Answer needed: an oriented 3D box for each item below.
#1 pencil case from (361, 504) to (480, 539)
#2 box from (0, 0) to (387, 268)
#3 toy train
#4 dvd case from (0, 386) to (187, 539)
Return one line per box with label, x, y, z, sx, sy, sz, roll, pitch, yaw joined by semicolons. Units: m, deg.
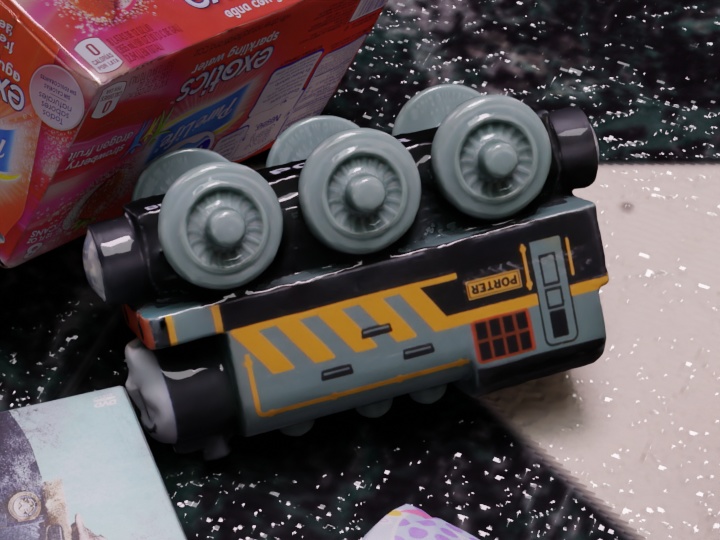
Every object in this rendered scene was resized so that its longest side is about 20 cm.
pencil case;0.076;0.153;0.834;0.200;0.083;0.091;25;86;16
box;-0.086;-0.093;0.990;0.095;0.100;0.200;43;39;15
toy train;0.000;0.000;0.952;0.200;0.114;0.085;-15;11;-13
dvd case;-0.118;0.127;0.850;0.146;0.022;0.200;-11;47;-16
